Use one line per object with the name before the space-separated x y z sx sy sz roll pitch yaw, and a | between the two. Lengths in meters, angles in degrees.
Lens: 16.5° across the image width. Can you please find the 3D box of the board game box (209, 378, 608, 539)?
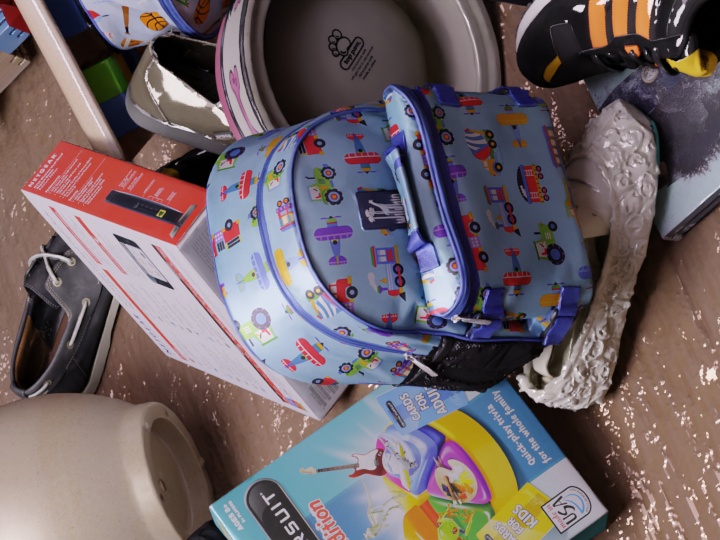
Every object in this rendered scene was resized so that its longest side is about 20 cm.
board game box | 0.030 0.154 1.553 0.200 0.047 0.151 -35 72 -10

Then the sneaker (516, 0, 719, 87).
sneaker | 0.172 -0.146 1.482 0.200 0.070 0.090 -33 60 37

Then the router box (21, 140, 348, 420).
router box | -0.118 0.006 1.725 0.179 0.200 0.049 20 66 45

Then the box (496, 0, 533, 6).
box | 0.057 -0.246 1.557 0.122 0.200 0.106 48 120 36

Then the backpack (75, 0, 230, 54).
backpack | -0.137 -0.254 1.750 0.154 0.200 0.191 -1 59 30

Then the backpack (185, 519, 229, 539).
backpack | -0.090 0.254 1.655 0.200 0.166 0.127 -51 32 36

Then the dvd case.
dvd case | 0.224 -0.133 1.505 0.200 0.022 0.146 -42 59 35

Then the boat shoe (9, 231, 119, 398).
boat shoe | -0.224 0.006 1.925 0.072 0.067 0.201 20 100 46

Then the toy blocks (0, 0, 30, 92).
toy blocks | -0.316 -0.226 2.030 0.137 0.100 0.200 -41 58 23

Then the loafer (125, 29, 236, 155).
loafer | -0.068 -0.112 1.706 0.070 0.199 0.075 95 -168 -50

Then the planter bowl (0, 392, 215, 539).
planter bowl | -0.186 0.173 1.801 0.134 0.200 0.201 -21 70 14

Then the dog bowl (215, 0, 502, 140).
dog bowl | -0.008 -0.131 1.628 0.074 0.200 0.201 -16 75 57

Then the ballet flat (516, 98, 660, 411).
ballet flat | 0.138 -0.005 1.535 0.072 0.072 0.201 22 110 44

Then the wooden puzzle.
wooden puzzle | -0.197 -0.170 1.808 0.046 0.200 0.186 -26 101 6

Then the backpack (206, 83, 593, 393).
backpack | 0.016 -0.023 1.481 0.134 0.199 0.183 -34 60 51

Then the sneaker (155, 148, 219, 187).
sneaker | -0.125 -0.059 1.809 0.200 0.090 0.070 -15 76 44
